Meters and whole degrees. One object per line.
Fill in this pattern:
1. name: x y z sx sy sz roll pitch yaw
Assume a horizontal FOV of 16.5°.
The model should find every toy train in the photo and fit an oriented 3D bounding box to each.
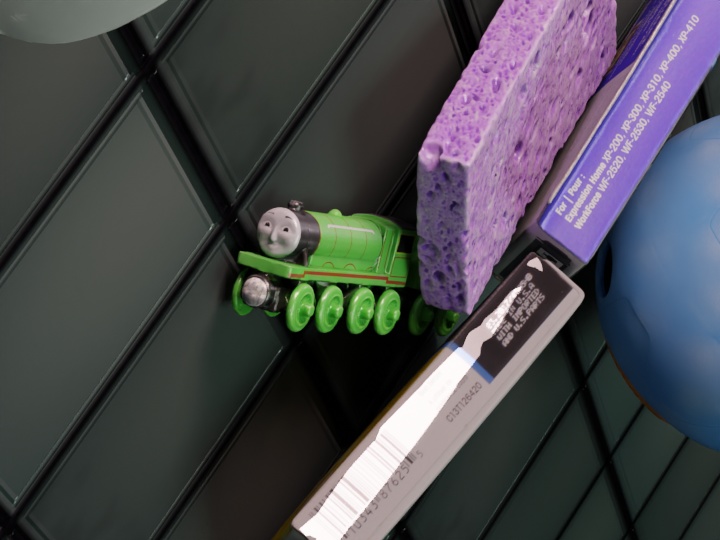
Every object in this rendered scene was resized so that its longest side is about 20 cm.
1. toy train: 0.000 0.000 1.182 0.200 0.042 0.057 6 100 -64

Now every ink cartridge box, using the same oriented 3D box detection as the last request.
1. ink cartridge box: 0.144 -0.086 1.279 0.199 0.043 0.200 -58 179 -10
2. ink cartridge box: 0.012 0.099 1.261 0.198 0.047 0.200 -49 180 -28

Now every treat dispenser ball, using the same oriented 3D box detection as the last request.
1. treat dispenser ball: 0.236 0.008 1.433 0.201 0.200 0.201 -44 149 -35

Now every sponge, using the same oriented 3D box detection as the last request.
1. sponge: 0.079 -0.084 1.216 0.112 0.030 0.200 86 27 -49

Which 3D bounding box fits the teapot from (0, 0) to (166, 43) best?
1. teapot: -0.091 -0.171 0.714 0.146 0.197 0.201 42 35 -28
